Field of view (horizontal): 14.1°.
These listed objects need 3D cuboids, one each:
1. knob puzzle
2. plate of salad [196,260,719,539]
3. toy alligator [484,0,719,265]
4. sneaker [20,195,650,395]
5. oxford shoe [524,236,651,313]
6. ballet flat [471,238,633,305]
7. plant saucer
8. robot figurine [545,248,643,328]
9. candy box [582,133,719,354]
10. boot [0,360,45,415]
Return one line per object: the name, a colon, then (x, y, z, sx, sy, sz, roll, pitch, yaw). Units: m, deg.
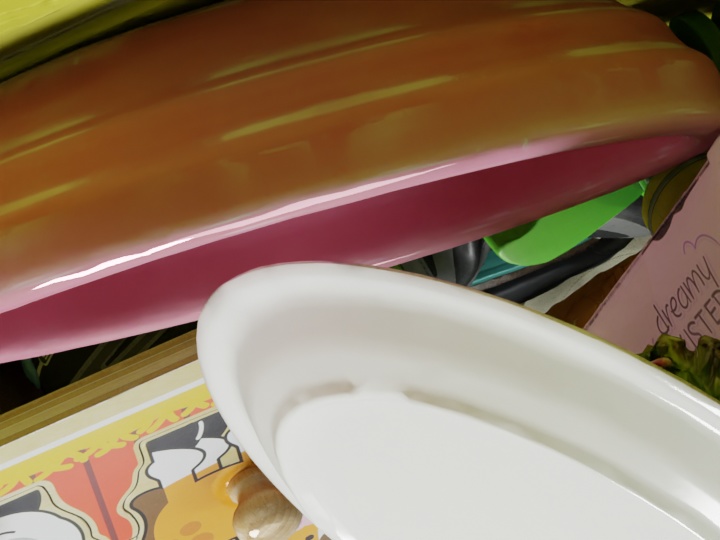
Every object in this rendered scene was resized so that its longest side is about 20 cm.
knob puzzle: (-0.062, 0.099, 0.835, 0.220, 0.030, 0.220, -19, 144, -15)
plate of salad: (0.054, 0.053, 0.663, 0.048, 0.200, 0.200, -58, -165, -24)
toy alligator: (0.122, -0.057, 0.797, 0.200, 0.059, 0.054, -21, 133, -15)
sneaker: (-0.003, 0.003, 0.852, 0.200, 0.083, 0.071, -15, 176, -5)
oxford shoe: (0.044, 0.001, 0.999, 0.200, 0.074, 0.071, -20, 163, 26)
ballet flat: (0.000, 0.000, 0.942, 0.200, 0.073, 0.073, -19, 175, 9)
plant saucer: (-0.018, -0.026, 0.656, 0.200, 0.051, 0.201, -16, 176, -1)
robot figurine: (0.039, 0.087, 0.916, 0.058, 0.145, 0.200, 31, 125, -32)
candy box: (0.154, -0.008, 0.730, 0.200, 0.072, 0.168, -28, 164, -26)
boot: (-0.131, 0.029, 0.897, 0.074, 0.076, 0.200, -19, -168, -5)
